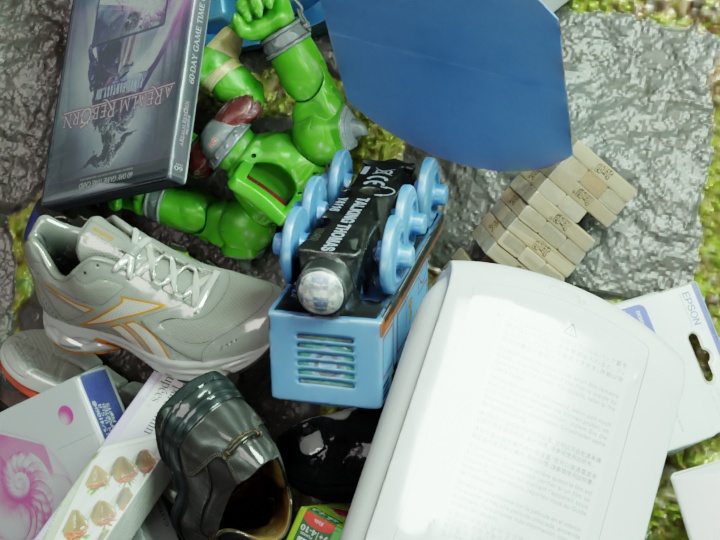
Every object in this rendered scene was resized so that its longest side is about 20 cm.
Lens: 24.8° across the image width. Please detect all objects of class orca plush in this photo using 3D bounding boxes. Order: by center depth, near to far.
[{"bbox_3d":[0.044,0.138,1.024,0.199,0.105,0.071,13,42,-4],"label":"orca plush"}]

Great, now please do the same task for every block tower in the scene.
[{"bbox_3d":[0.088,0.007,1.044,0.058,0.054,0.200,38,97,-15],"label":"block tower"}]

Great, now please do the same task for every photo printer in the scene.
[{"bbox_3d":[0.091,0.099,0.930,0.166,0.069,0.201,22,67,-7],"label":"photo printer"}]

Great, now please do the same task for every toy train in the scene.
[{"bbox_3d":[0.000,0.000,1.003,0.086,0.200,0.115,6,113,12],"label":"toy train"}]

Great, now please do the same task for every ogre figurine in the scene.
[{"bbox_3d":[-0.080,-0.083,1.095,0.120,0.098,0.200,43,100,1],"label":"ogre figurine"}]

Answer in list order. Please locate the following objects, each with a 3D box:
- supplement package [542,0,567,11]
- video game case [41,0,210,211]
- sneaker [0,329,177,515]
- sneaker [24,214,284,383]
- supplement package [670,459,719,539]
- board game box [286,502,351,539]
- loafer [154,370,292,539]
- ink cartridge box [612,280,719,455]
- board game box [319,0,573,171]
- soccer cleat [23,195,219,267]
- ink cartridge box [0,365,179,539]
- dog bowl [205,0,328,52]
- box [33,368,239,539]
[{"bbox_3d":[0.058,-0.264,1.026,0.152,0.151,0.200,-39,68,-24],"label":"supplement package"},{"bbox_3d":[-0.153,-0.145,1.096,0.143,0.019,0.201,-8,70,45],"label":"video game case"},{"bbox_3d":[-0.172,0.121,1.136,0.200,0.077,0.082,36,123,20],"label":"sneaker"},{"bbox_3d":[-0.136,0.010,1.031,0.199,0.092,0.076,4,43,30],"label":"sneaker"},{"bbox_3d":[0.267,0.195,0.925,0.119,0.121,0.201,-19,77,16],"label":"supplement package"},{"bbox_3d":[0.056,0.209,1.010,0.199,0.102,0.048,26,95,21],"label":"board game box"},{"bbox_3d":[-0.075,0.147,1.020,0.073,0.200,0.072,-38,58,-16],"label":"loafer"},{"bbox_3d":[0.133,0.079,1.005,0.199,0.039,0.100,-14,75,-17],"label":"ink cartridge box"},{"bbox_3d":[0.057,-0.139,0.978,0.157,0.200,0.039,17,61,23],"label":"board game box"},{"bbox_3d":[-0.154,0.018,1.148,0.200,0.065,0.084,35,124,17],"label":"soccer cleat"},{"bbox_3d":[-0.211,0.189,1.097,0.200,0.043,0.197,-26,86,30],"label":"ink cartridge box"},{"bbox_3d":[-0.080,-0.207,1.150,0.199,0.050,0.112,-10,79,19],"label":"dog bowl"},{"bbox_3d":[-0.138,0.118,1.018,0.039,0.042,0.200,22,52,13],"label":"box"}]
